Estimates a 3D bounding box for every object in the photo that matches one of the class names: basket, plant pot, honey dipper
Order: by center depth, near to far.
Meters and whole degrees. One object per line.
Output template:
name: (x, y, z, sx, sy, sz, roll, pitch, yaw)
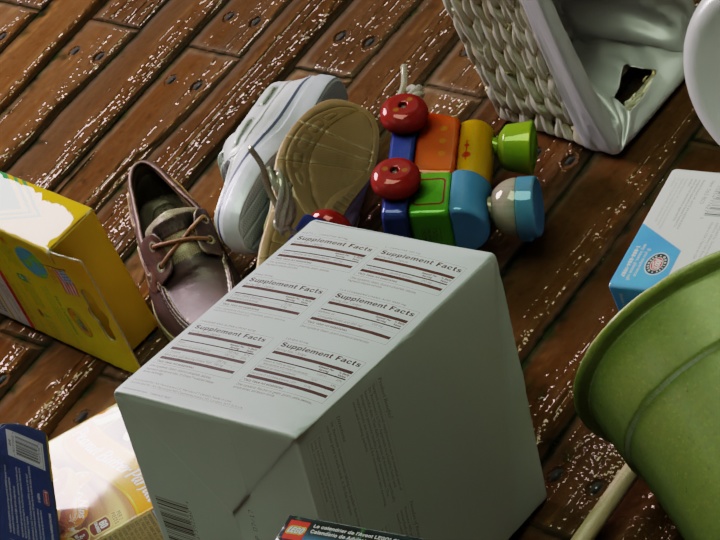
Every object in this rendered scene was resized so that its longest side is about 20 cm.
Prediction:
plant pot: (0.246, 0.114, 1.337, 0.200, 0.200, 0.190, -23, 54, 3)
honey dipper: (0.171, 0.122, 1.468, 0.038, 0.038, 0.200, 19, 58, 40)
basket: (0.145, -0.204, 1.716, 0.123, 0.200, 0.136, 13, 52, 45)

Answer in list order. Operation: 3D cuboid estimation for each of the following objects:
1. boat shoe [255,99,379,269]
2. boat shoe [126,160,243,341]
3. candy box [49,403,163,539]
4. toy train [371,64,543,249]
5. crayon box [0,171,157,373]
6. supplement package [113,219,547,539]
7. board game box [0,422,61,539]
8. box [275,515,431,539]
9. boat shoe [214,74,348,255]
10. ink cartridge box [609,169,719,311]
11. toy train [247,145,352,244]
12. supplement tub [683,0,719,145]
boat shoe: (-0.038, -0.038, 1.721, 0.074, 0.069, 0.200, 19, 53, 2)
boat shoe: (-0.135, -0.014, 1.744, 0.072, 0.072, 0.200, -25, 40, 1)
candy box: (-0.145, 0.141, 1.594, 0.200, 0.055, 0.115, -30, 40, -4)
toy train: (0.077, -0.092, 1.709, 0.115, 0.085, 0.200, -2, 44, 10)
crayon box: (-0.232, -0.004, 1.742, 0.200, 0.127, 0.051, 22, 58, 40)
supplement package: (-0.013, 0.106, 1.432, 0.147, 0.192, 0.200, 12, 39, 37)
board game box: (-0.265, 0.222, 1.495, 0.200, 0.062, 0.200, -56, 25, 19)
box: (0.043, 0.219, 1.299, 0.136, 0.200, 0.038, 7, 50, 32)
boat shoe: (-0.073, -0.079, 1.790, 0.067, 0.074, 0.200, 2, 34, 26)
ink cartridge box: (0.278, 0.003, 1.517, 0.200, 0.068, 0.115, 7, 49, 34)
toy train: (0.000, 0.000, 1.564, 0.116, 0.200, 0.085, 9, 50, 28)
supplement tub: (0.323, -0.157, 1.571, 0.145, 0.145, 0.200, 13, 29, 37)
